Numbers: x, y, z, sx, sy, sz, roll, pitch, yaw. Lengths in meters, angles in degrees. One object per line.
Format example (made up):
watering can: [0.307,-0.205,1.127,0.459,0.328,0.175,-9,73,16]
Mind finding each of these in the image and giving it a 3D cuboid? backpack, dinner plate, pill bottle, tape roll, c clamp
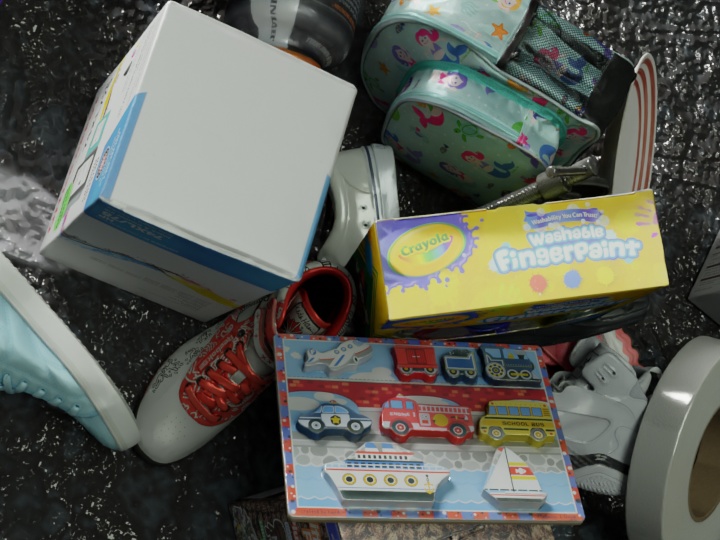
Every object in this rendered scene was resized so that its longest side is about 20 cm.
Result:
backpack: [0.096,-0.151,1.090,0.199,0.178,0.151,37,69,-2]
dinner plate: [0.230,-0.088,1.166,0.024,0.200,0.202,9,72,18]
pill bottle: [-0.048,-0.233,1.072,0.105,0.106,0.202,19,73,-22]
tape roll: [0.287,0.158,1.145,0.202,0.037,0.205,-25,122,-49]
c clamp: [0.110,-0.046,1.055,0.170,0.199,0.027,-5,73,-53]

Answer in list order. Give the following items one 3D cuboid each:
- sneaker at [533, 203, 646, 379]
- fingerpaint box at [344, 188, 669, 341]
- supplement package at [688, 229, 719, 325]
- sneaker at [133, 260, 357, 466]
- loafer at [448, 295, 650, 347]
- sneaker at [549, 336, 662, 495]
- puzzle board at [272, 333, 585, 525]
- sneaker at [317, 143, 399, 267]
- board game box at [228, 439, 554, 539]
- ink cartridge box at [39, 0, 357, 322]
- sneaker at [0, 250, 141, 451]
sneaker: [0.171,0.040,1.151,0.086,0.074,0.201,-27,92,-22]
fingerpaint box: [0.099,0.005,0.974,0.198,0.167,0.074,-7,80,-10]
supplement package: [0.438,0.028,1.236,0.199,0.155,0.111,37,68,-15]
sneaker: [-0.086,0.065,0.987,0.201,0.108,0.067,-43,99,-16]
loafer: [0.137,0.031,1.105,0.198,0.071,0.069,-3,59,-1]
sneaker: [0.150,0.102,1.097,0.198,0.075,0.116,19,99,-10]
puzzle board: [0.043,0.103,0.904,0.198,0.017,0.152,3,44,-12]
sneaker: [0.000,0.000,1.085,0.070,0.073,0.202,-5,83,-1]
board game box: [0.018,0.192,0.976,0.158,0.200,0.098,-14,87,-27]
ink cartridge box: [-0.121,-0.067,0.954,0.145,0.200,0.148,22,72,-19]
sneaker: [-0.242,0.064,0.952,0.082,0.074,0.200,-41,96,-11]
